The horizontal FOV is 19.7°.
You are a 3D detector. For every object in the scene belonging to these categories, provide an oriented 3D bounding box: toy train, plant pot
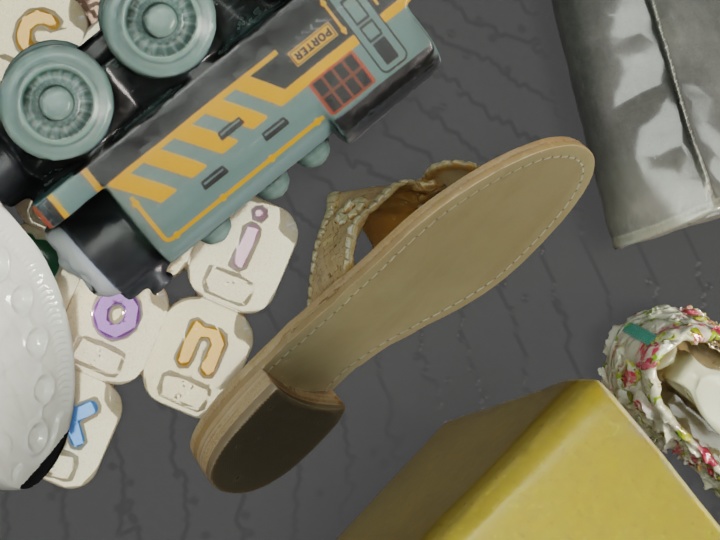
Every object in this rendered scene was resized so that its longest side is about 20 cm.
[{"bbox_3d":[-0.063,-0.078,0.857,0.200,0.085,0.114,-39,101,-3],"label":"toy train"},{"bbox_3d":[0.047,0.186,0.794,0.200,0.195,0.194,-39,91,-16],"label":"plant pot"}]

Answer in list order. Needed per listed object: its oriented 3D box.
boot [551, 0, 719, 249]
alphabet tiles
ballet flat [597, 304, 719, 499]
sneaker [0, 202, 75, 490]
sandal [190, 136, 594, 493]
[{"bbox_3d":[0.092,-0.108,0.889,0.181,0.073,0.200,-12,95,-3],"label":"boot"},{"bbox_3d":[-0.134,-0.015,0.896,0.200,0.015,0.196,23,89,-3],"label":"alphabet tiles"},{"bbox_3d":[0.188,0.087,0.889,0.200,0.064,0.076,34,87,-3],"label":"ballet flat"},{"bbox_3d":[-0.212,-0.001,0.857,0.081,0.146,0.200,-52,133,-40],"label":"sneaker"},{"bbox_3d":[-0.003,-0.002,0.879,0.212,0.078,0.070,-44,56,10],"label":"sandal"}]
